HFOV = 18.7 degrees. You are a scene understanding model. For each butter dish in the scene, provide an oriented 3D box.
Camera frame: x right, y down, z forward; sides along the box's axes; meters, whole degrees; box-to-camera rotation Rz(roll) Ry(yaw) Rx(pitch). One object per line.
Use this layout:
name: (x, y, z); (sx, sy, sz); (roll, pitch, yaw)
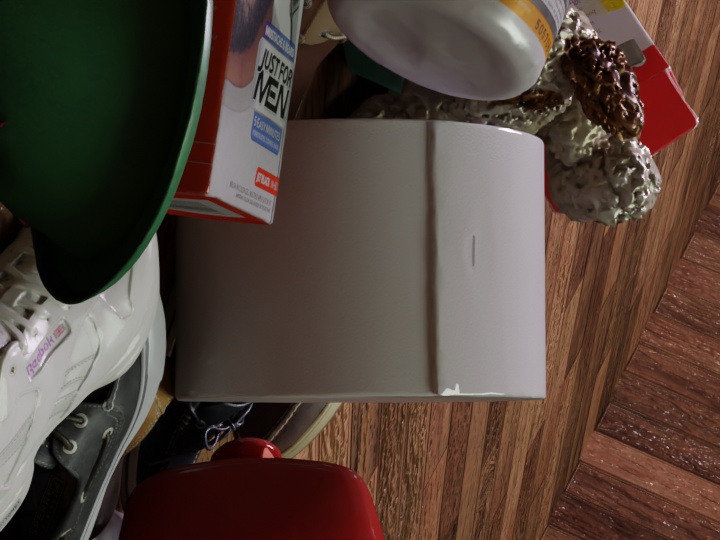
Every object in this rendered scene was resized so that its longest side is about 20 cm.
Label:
butter dish: (-0.062, 0.164, 1.244); (0.200, 0.198, 0.149); (91, -5, -53)

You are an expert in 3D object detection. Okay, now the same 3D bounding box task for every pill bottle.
pill bottle: (0.070, -0.196, 1.088); (0.117, 0.115, 0.201); (73, 39, -69)

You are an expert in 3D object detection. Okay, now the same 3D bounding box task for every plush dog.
plush dog: (0.095, -0.125, 1.314); (0.172, 0.198, 0.162); (50, 54, -80)

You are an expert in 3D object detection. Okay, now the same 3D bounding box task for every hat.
hat: (-0.166, -0.087, 0.842); (0.200, 0.175, 0.167); (-39, -131, 51)

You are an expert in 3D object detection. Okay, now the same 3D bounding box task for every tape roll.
tape roll: (0.000, 0.000, 1.168); (0.203, 0.201, 0.141); (21, 68, -76)

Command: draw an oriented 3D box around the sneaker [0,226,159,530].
sneaker: (-0.151, 0.033, 0.982); (0.201, 0.074, 0.100); (-62, 166, -22)

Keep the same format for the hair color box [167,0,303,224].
hair color box: (-0.066, -0.128, 0.979); (0.111, 0.063, 0.202); (21, 76, -76)

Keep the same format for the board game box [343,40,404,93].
board game box: (0.047, -0.234, 1.375); (0.201, 0.045, 0.152); (-63, 166, -18)

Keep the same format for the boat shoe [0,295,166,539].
boat shoe: (-0.154, 0.082, 1.083); (0.201, 0.070, 0.066); (-66, 170, 26)

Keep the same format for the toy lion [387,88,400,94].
toy lion: (0.027, -0.058, 1.504); (0.201, 0.068, 0.193); (-72, 170, -54)

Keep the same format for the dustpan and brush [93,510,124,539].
dustpan and brush: (-0.153, 0.245, 1.341); (0.140, 0.057, 0.200); (-61, 165, -23)

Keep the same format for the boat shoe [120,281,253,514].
boat shoe: (-0.094, 0.075, 1.297); (0.075, 0.062, 0.202); (-38, 149, -67)

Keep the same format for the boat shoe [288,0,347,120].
boat shoe: (-0.020, -0.156, 1.188); (0.076, 0.071, 0.202); (-38, 148, -63)

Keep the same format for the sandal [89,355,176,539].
sandal: (-0.130, 0.077, 1.175); (0.082, 0.054, 0.201); (-51, 159, -49)

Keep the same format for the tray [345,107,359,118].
tray: (-0.045, -0.030, 1.397); (0.200, 0.022, 0.108); (-49, 158, -53)

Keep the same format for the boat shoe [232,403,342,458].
boat shoe: (-0.033, 0.028, 1.380); (0.072, 0.072, 0.201); (27, 98, -46)

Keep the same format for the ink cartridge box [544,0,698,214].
ink cartridge box: (0.132, -0.137, 1.448); (0.116, 0.201, 0.067); (-33, 159, 8)
